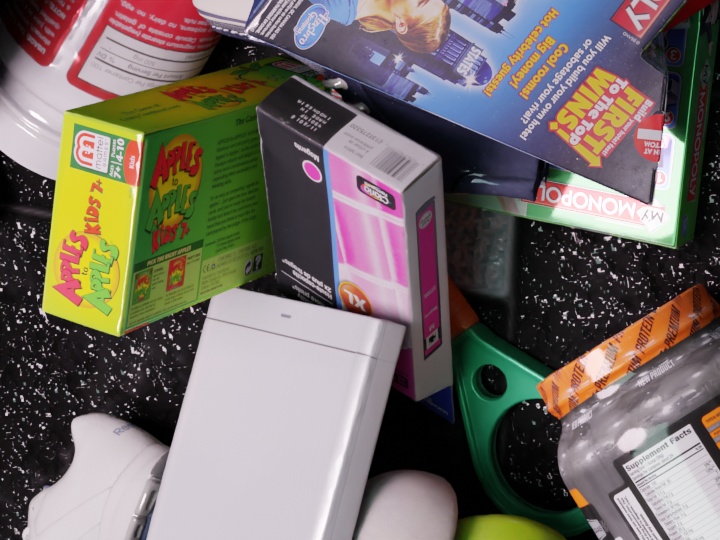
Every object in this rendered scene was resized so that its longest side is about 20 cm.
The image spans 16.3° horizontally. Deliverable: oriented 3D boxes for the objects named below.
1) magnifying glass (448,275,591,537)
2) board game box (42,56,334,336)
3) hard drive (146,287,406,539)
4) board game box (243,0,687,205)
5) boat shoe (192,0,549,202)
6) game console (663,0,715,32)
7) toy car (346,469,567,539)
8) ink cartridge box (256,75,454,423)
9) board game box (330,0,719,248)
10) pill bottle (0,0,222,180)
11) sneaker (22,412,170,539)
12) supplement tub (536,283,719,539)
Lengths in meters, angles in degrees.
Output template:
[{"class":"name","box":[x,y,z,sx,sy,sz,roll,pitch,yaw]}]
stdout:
[{"class":"magnifying glass","box":[0.066,0.050,1.315,0.080,0.022,0.200,-39,84,30]},{"class":"board game box","box":[-0.080,-0.042,1.266,0.048,0.200,0.102,16,109,24]},{"class":"hard drive","box":[-0.052,0.113,1.258,0.132,0.027,0.200,11,86,48]},{"class":"board game box","box":[0.086,-0.133,1.136,0.200,0.062,0.200,35,113,-12]},{"class":"boat shoe","box":[0.010,-0.091,1.234,0.200,0.075,0.093,12,111,14]},{"class":"game console","box":[0.153,-0.235,1.181,0.200,0.119,0.172,-32,114,22]},{"class":"toy car","box":[0.035,0.211,1.265,0.175,0.150,0.200,33,122,-23]},{"class":"ink cartridge box","box":[0.000,0.000,1.260,0.095,0.037,0.200,31,149,28]},{"class":"board game box","box":[0.078,-0.096,1.267,0.200,0.029,0.135,13,108,25]},{"class":"pill bottle","box":[-0.123,-0.147,1.316,0.112,0.112,0.200,41,117,14]},{"class":"sneaker","box":[-0.155,0.171,1.422,0.087,0.074,0.200,35,107,31]},{"class":"supplement tub","box":[0.177,0.115,1.209,0.122,0.122,0.200,-34,84,30]}]
